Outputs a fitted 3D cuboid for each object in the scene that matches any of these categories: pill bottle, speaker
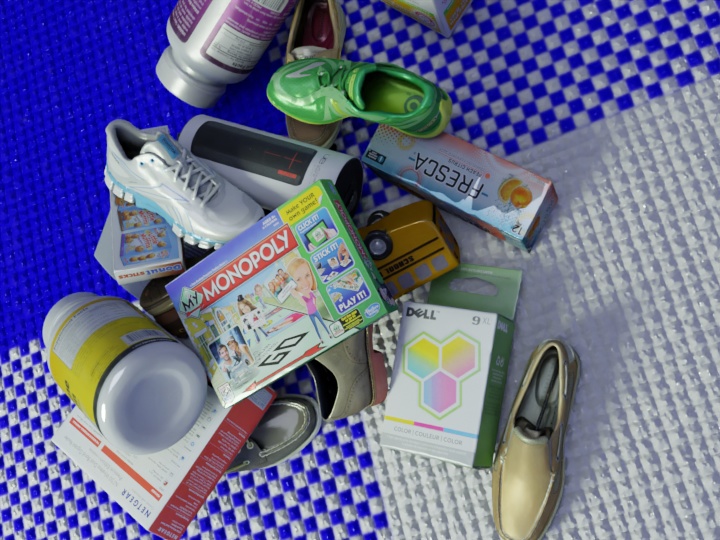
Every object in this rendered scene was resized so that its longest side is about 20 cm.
[{"bbox_3d":[-0.151,-0.288,0.960,0.200,0.112,0.113,-49,67,28],"label":"pill bottle"},{"bbox_3d":[-0.097,-0.106,0.908,0.198,0.081,0.082,19,86,21],"label":"speaker"},{"bbox_3d":[-0.245,0.092,0.846,0.199,0.111,0.113,26,89,47],"label":"pill bottle"}]

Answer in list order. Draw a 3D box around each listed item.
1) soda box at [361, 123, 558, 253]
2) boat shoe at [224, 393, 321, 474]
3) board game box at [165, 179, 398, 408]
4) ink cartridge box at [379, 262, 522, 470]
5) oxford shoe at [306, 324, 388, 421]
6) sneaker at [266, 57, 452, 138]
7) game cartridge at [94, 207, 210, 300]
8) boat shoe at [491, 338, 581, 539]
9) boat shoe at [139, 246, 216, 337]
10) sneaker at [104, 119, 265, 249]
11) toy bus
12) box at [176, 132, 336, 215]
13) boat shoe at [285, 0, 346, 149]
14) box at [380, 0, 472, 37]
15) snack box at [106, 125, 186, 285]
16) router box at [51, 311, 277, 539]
[{"bbox_3d":[0.103,-0.095,0.881,0.198,0.064,0.069,29,89,22],"label":"soda box"},{"bbox_3d":[-0.138,0.185,0.912,0.199,0.060,0.073,-21,74,14],"label":"boat shoe"},{"bbox_3d":[-0.079,0.025,0.790,0.199,0.029,0.136,-32,82,22],"label":"board game box"},{"bbox_3d":[0.092,0.087,0.845,0.102,0.059,0.203,7,81,30],"label":"ink cartridge box"},{"bbox_3d":[-0.030,0.050,0.812,0.070,0.074,0.203,1,111,56],"label":"oxford shoe"},{"bbox_3d":[-0.005,-0.187,0.855,0.197,0.084,0.075,10,82,17],"label":"sneaker"},{"bbox_3d":[-0.205,-0.017,0.955,0.198,0.041,0.135,27,96,18],"label":"game cartridge"},{"bbox_3d":[0.162,0.163,0.804,0.071,0.076,0.203,8,83,20],"label":"boat shoe"},{"bbox_3d":[-0.132,0.008,0.882,0.198,0.068,0.072,-25,31,11],"label":"boat shoe"},{"bbox_3d":[-0.185,-0.092,0.856,0.198,0.087,0.075,25,54,14],"label":"sneaker"},{"bbox_3d":[0.000,0.000,0.883,0.198,0.065,0.079,-29,109,16],"label":"toy bus"},{"bbox_3d":[-0.132,-0.085,0.976,0.197,0.036,0.145,4,81,21],"label":"box"},{"bbox_3d":[-0.056,-0.229,0.944,0.073,0.066,0.203,-4,69,12],"label":"boat shoe"},{"bbox_3d":[0.062,-0.349,0.871,0.101,0.200,0.113,34,89,21],"label":"box"},{"bbox_3d":[-0.233,-0.076,0.912,0.071,0.024,0.202,-10,53,-7],"label":"snack box"},{"bbox_3d":[-0.212,0.156,0.897,0.199,0.049,0.181,24,73,39],"label":"router box"}]
